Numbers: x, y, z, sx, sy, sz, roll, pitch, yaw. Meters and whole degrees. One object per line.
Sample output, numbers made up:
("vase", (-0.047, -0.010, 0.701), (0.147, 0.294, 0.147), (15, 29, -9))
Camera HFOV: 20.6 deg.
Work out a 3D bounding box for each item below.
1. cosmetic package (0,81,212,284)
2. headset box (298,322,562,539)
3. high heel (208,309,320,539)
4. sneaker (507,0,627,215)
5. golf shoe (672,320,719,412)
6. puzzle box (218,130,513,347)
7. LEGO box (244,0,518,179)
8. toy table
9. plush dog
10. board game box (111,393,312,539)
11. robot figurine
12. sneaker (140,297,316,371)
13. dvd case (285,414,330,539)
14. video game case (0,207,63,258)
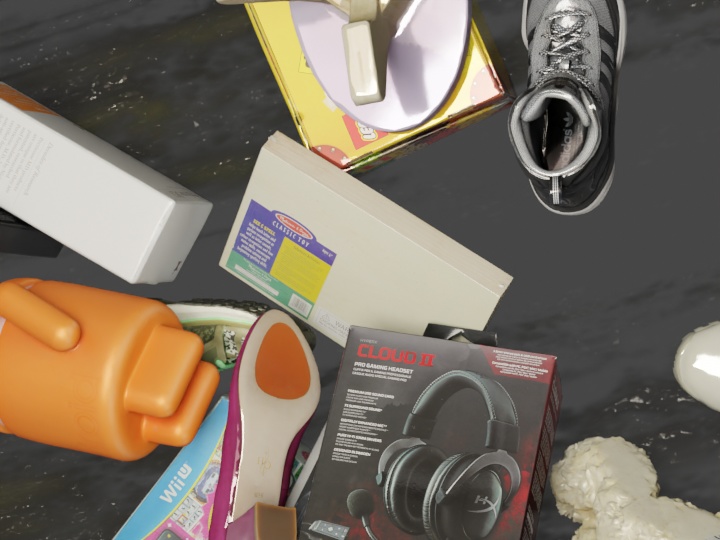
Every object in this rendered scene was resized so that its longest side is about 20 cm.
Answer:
("cosmetic package", (-0.220, -0.068, 1.469), (0.199, 0.101, 0.072), (30, 97, 10))
("headset box", (0.050, 0.132, 1.344), (0.148, 0.077, 0.201), (9, 68, 13))
("high heel", (-0.079, 0.128, 1.374), (0.067, 0.096, 0.201), (20, 54, -21))
("sneaker", (0.144, -0.139, 1.378), (0.075, 0.114, 0.202), (0, 91, 12))
("golf shoe", (0.311, 0.078, 1.354), (0.199, 0.097, 0.079), (11, 95, 14))
("puzzle box", (0.000, 0.000, 1.415), (0.199, 0.025, 0.133), (33, 137, 7))
("LEGO box", (0.005, -0.183, 1.427), (0.148, 0.077, 0.201), (-24, 86, 13))
("toy table", (0.004, -0.197, 1.328), (0.183, 0.117, 0.201), (-21, 86, 12))
("plush dog", (0.203, 0.237, 1.370), (0.199, 0.161, 0.173), (17, 121, 14))
("board game box", (-0.063, 0.209, 1.459), (0.200, 0.064, 0.148), (39, 98, 10))
("robot figurine", (-0.201, 0.066, 1.396), (0.199, 0.144, 0.118), (9, 96, 23))
("sneaker", (-0.125, 0.066, 1.467), (0.199, 0.077, 0.089), (1, 92, 21))
("dvd case", (0.024, 0.172, 1.385), (0.149, 0.025, 0.201), (20, 69, 18))
("video game case", (-0.323, -0.066, 1.442), (0.180, 0.200, 0.026), (31, 94, 10))
